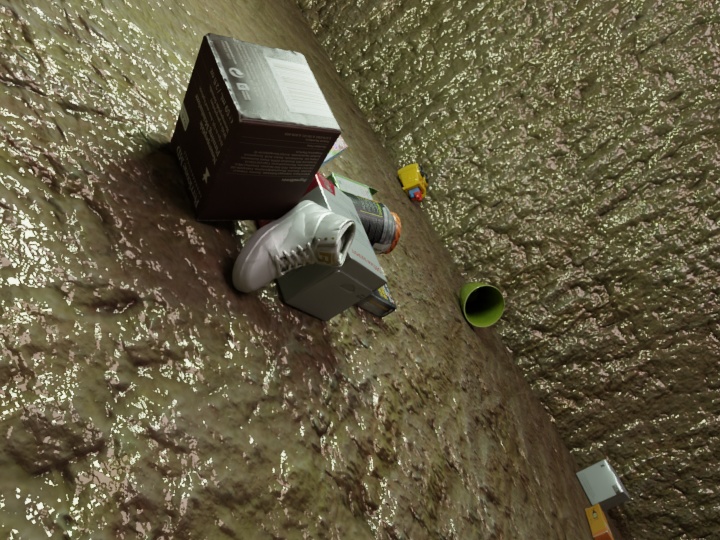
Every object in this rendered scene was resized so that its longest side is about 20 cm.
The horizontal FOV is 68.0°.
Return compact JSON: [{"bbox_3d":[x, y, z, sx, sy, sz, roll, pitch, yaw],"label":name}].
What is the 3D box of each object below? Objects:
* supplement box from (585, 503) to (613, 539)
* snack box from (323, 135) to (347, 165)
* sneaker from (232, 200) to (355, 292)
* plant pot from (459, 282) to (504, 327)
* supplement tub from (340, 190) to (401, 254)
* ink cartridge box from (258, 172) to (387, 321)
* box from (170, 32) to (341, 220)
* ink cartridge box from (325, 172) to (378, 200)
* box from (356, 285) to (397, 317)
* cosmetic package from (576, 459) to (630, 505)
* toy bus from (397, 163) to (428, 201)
[{"bbox_3d":[0.982,1.049,2.193,0.069,0.066,0.200,57,16,-1],"label":"supplement box"},{"bbox_3d":[-0.151,-0.323,1.230,0.168,0.067,0.201,-38,96,-33],"label":"snack box"},{"bbox_3d":[-0.088,-0.029,0.789,0.200,0.114,0.074,-48,145,-34],"label":"sneaker"},{"bbox_3d":[0.516,0.129,2.380,0.188,0.186,0.200,52,2,-17],"label":"plant pot"},{"bbox_3d":[-0.016,-0.101,1.156,0.197,0.123,0.124,12,41,-33],"label":"supplement tub"},{"bbox_3d":[-0.070,-0.040,0.952,0.145,0.144,0.202,33,28,-56],"label":"ink cartridge box"},{"bbox_3d":[-0.161,-0.200,0.791,0.162,0.200,0.168,-5,59,-39],"label":"box"},{"bbox_3d":[-0.035,-0.163,1.294,0.199,0.103,0.060,7,54,-56],"label":"ink cartridge box"},{"bbox_3d":[0.000,0.000,1.262,0.158,0.048,0.202,33,29,-56],"label":"box"},{"bbox_3d":[1.191,1.059,2.618,0.200,0.164,0.166,42,21,-43],"label":"cosmetic package"},{"bbox_3d":[0.299,-0.448,2.877,0.200,0.134,0.195,36,39,-58],"label":"toy bus"}]
